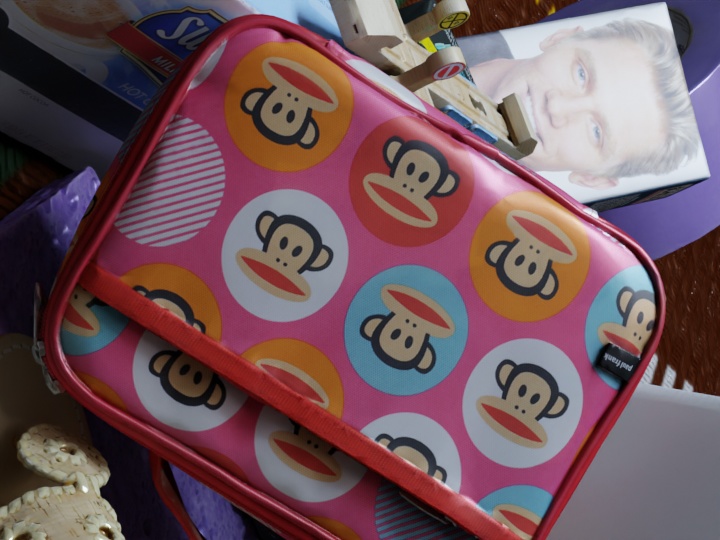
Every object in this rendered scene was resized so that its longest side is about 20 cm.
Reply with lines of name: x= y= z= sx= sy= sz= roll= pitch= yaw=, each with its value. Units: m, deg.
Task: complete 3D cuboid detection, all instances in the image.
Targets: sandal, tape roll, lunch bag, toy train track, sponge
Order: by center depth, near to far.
sandal: x=-0.097 y=0.116 z=0.659 sx=0.077 sy=0.069 sz=0.214 roll=34 pitch=52 yaw=-43
lunch bag: x=-0.011 y=0.025 z=0.715 sx=0.199 sy=0.177 sz=0.082 roll=32 pitch=-1 yaw=-9
sponge: x=-0.095 y=0.069 z=0.786 sx=0.202 sy=0.030 sz=0.112 roll=66 pitch=23 yaw=-14
toy train track: x=0.042 y=-0.082 z=0.835 sx=0.200 sy=0.032 sz=0.116 roll=24 pitch=44 yaw=-66
tape roll: x=0.153 y=-0.088 z=1.227 sx=0.085 sy=0.198 sz=0.201 roll=60 pitch=27 yaw=-27

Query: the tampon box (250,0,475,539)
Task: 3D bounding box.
tampon box: x=0.000 y=0.000 z=0.885 sx=0.201 sy=0.125 sz=0.151 roll=-81 pitch=148 yaw=-61

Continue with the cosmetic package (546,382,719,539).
cosmetic package: x=0.135 y=0.166 z=0.775 sx=0.165 sy=0.164 sz=0.202 roll=38 pitch=67 yaw=-52

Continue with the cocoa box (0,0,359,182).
cocoa box: x=-0.099 y=-0.135 z=0.776 sx=0.200 sy=0.130 sz=0.135 roll=31 pitch=46 yaw=-57

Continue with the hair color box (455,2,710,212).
hair color box: x=0.075 y=-0.073 z=1.062 sx=0.060 sy=0.198 sz=0.101 roll=151 pitch=-75 yaw=-70
